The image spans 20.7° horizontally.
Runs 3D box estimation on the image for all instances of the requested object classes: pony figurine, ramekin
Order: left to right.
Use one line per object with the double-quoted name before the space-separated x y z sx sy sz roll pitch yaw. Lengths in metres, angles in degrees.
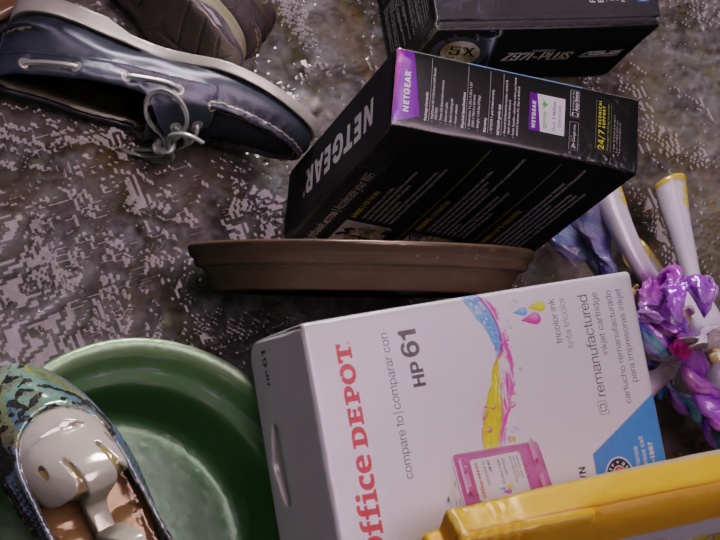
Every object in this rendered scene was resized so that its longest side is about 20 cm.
"ramekin" -0.127 0.146 1.080 0.199 0.098 0.201 7 69 -19
"pony figurine" 0.191 0.037 1.208 0.193 0.166 0.200 0 60 -56

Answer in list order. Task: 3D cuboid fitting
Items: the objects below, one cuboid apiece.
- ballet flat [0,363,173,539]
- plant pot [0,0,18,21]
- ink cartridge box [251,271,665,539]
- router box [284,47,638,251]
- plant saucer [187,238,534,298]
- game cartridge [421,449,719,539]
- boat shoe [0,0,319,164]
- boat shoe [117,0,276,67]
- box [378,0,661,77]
"ballet flat" -0.127 0.127 0.993 0.074 0.074 0.200 -30 83 -27
"plant pot" -0.244 -0.233 1.126 0.200 0.201 0.093 -20 61 -26
"ink cartridge box" 0.055 0.089 1.056 0.199 0.085 0.145 -9 85 -22
"router box" 0.055 -0.057 1.163 0.149 0.200 0.051 10 69 -17
"plant saucer" 0.000 0.000 1.130 0.199 0.200 0.030 2 87 -20
"game cartridge" 0.114 0.175 1.035 0.199 0.177 0.032 -10 45 -23
"boat shoe" -0.124 -0.102 1.182 0.199 0.075 0.062 22 64 -11
"boat shoe" -0.130 -0.207 1.227 0.200 0.074 0.073 53 49 -2
"box" 0.092 -0.235 1.305 0.163 0.086 0.201 -3 73 -21
